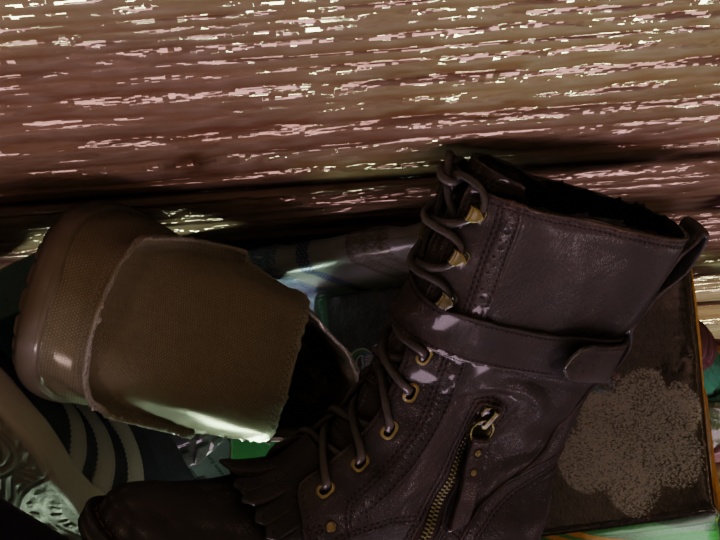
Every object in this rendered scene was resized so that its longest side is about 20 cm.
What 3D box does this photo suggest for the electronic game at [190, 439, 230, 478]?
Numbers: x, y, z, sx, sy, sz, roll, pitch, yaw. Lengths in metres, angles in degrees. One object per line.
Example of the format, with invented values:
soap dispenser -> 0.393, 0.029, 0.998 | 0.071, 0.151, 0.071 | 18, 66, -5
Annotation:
electronic game -> -0.031, 0.096, 1.209 | 0.042, 0.200, 0.200 | -46, 157, 17

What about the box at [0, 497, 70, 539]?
box -> -0.147, 0.171, 0.908 | 0.199, 0.104, 0.182 | 33, 141, -11

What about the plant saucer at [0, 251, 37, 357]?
plant saucer -> -0.167, 0.040, 0.962 | 0.199, 0.019, 0.070 | -26, 156, -1

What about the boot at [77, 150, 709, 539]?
boot -> 0.011, 0.036, 0.892 | 0.199, 0.175, 0.069 | 4, -151, -31

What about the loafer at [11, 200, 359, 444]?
loafer -> -0.056, 0.023, 0.928 | 0.068, 0.076, 0.200 | 14, 179, 24

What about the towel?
towel -> 0.000, 0.000, 1.064 | 0.199, 0.024, 0.147 | -10, 169, 23

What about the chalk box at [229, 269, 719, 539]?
chalk box -> 0.046, 0.084, 1.054 | 0.199, 0.125, 0.124 | -7, 149, 8

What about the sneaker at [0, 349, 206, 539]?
sneaker -> -0.120, 0.061, 0.956 | 0.075, 0.085, 0.200 | -14, 137, 24

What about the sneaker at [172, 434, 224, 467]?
sneaker -> -0.138, 0.044, 1.143 | 0.199, 0.075, 0.087 | 9, -169, 25

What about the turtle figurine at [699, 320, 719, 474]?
turtle figurine -> 0.169, 0.041, 1.207 | 0.199, 0.101, 0.149 | 15, 152, -43
